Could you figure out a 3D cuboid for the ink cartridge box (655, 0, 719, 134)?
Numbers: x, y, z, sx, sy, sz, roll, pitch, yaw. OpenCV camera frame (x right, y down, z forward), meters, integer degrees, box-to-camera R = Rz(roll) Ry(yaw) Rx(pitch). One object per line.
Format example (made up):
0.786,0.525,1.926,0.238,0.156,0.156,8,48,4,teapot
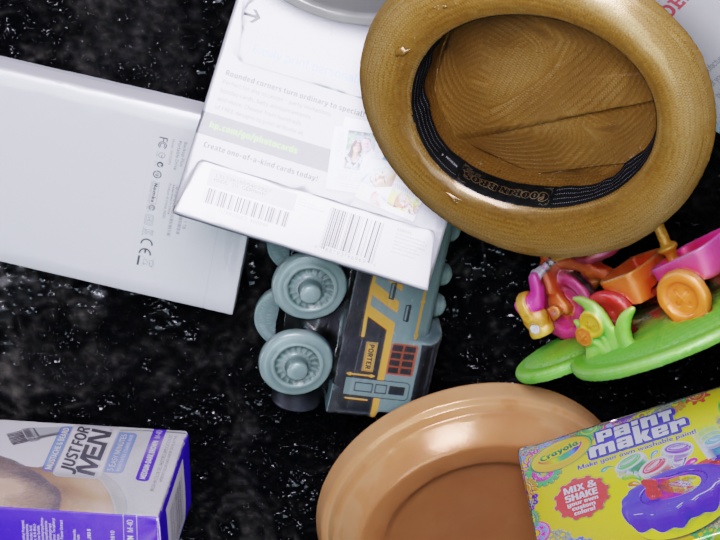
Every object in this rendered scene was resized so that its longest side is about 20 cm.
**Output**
0.243,-0.134,1.436,0.200,0.088,0.145,28,153,-9,ink cartridge box

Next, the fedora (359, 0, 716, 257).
0.102,-0.102,1.408,0.200,0.082,0.201,12,127,16,fedora

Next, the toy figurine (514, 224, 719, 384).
0.139,-0.044,1.533,0.200,0.150,0.184,-18,101,42,toy figurine

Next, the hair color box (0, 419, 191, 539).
-0.216,0.148,1.665,0.200,0.109,0.065,2,117,6,hair color box

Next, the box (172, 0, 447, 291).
-0.006,-0.105,1.496,0.156,0.041,0.200,16,89,-1,box

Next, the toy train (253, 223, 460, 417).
0.000,0.000,1.582,0.114,0.085,0.200,6,116,-10,toy train

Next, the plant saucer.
0.073,0.158,1.638,0.200,0.037,0.200,-5,129,-7,plant saucer

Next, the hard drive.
-0.164,-0.055,1.601,0.200,0.027,0.132,13,118,0,hard drive

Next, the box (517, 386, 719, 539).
0.224,0.182,1.581,0.200,0.122,0.193,-19,128,9,box

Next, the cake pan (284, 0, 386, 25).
0.005,-0.235,1.423,0.200,0.037,0.201,6,113,14,cake pan
